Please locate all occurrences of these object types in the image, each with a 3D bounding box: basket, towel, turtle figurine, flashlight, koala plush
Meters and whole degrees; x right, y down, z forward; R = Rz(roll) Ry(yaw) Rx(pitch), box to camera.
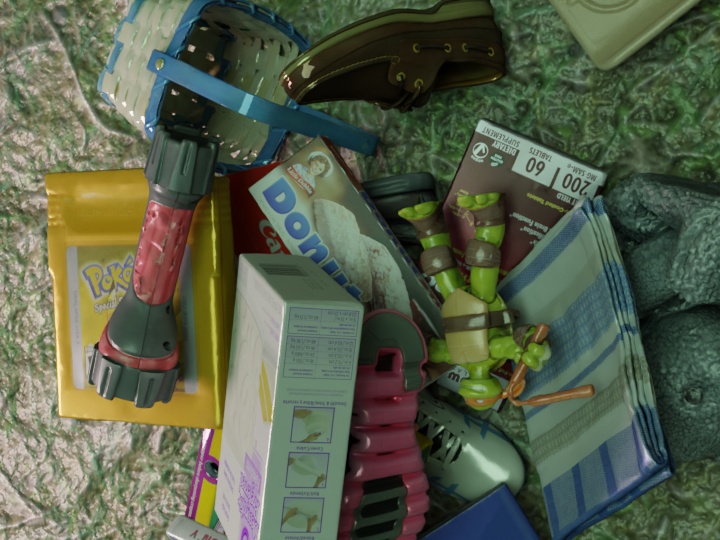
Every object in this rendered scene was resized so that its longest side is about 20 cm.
[{"bbox_3d":[-0.101,-0.145,1.074,0.199,0.176,0.140,31,100,31],"label":"basket"},{"bbox_3d":[0.144,0.068,0.904,0.147,0.024,0.201,129,138,-52],"label":"towel"},{"bbox_3d":[0.085,0.029,0.935,0.199,0.064,0.163,-7,91,50],"label":"turtle figurine"},{"bbox_3d":[-0.148,-0.003,0.980,0.067,0.068,0.201,24,106,28],"label":"flashlight"},{"bbox_3d":[0.237,0.041,0.936,0.184,0.176,0.202,25,109,60],"label":"koala plush"}]

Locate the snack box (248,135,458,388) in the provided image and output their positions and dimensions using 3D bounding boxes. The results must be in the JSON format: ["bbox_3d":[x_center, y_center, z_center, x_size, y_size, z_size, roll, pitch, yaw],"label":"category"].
[{"bbox_3d":[0.000,0.000,1.011,0.072,0.024,0.201,-35,86,16],"label":"snack box"}]

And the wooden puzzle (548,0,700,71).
[{"bbox_3d":[0.208,-0.278,1.017,0.185,0.046,0.201,-38,71,18],"label":"wooden puzzle"}]

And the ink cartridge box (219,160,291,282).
[{"bbox_3d":[-0.115,0.009,1.094,0.199,0.050,0.163,-11,115,34],"label":"ink cartridge box"}]

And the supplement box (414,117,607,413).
[{"bbox_3d":[0.102,-0.005,1.033,0.108,0.061,0.201,23,100,6],"label":"supplement box"}]

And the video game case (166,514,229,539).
[{"bbox_3d":[-0.042,0.277,1.018,0.182,0.201,0.023,12,52,46],"label":"video game case"}]

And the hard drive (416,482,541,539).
[{"bbox_3d":[0.107,0.281,1.004,0.131,0.025,0.201,-31,85,-4],"label":"hard drive"}]

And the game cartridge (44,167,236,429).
[{"bbox_3d":[-0.174,0.020,1.052,0.175,0.032,0.202,-1,96,31],"label":"game cartridge"}]

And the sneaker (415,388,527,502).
[{"bbox_3d":[0.040,0.124,1.065,0.199,0.072,0.072,32,99,19],"label":"sneaker"}]

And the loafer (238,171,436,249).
[{"bbox_3d":[-0.030,-0.031,1.101,0.199,0.072,0.063,-13,88,20],"label":"loafer"}]

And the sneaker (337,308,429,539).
[{"bbox_3d":[-0.002,0.123,0.958,0.095,0.078,0.202,14,100,61],"label":"sneaker"}]

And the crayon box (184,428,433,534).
[{"bbox_3d":[-0.049,0.181,1.073,0.172,0.058,0.201,29,122,21],"label":"crayon box"}]

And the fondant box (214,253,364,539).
[{"bbox_3d":[-0.054,0.101,0.931,0.058,0.144,0.202,2,102,-17],"label":"fondant box"}]

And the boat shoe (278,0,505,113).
[{"bbox_3d":[0.032,-0.157,1.018,0.072,0.199,0.068,-37,75,57],"label":"boat shoe"}]
